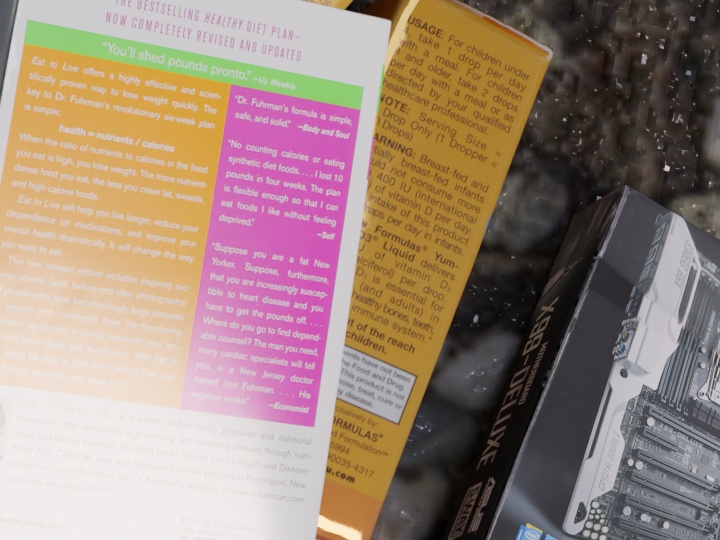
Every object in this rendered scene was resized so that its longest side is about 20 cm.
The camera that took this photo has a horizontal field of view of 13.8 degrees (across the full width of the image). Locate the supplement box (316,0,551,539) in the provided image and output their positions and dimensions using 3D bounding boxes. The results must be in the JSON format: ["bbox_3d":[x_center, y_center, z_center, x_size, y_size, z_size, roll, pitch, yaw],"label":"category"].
[{"bbox_3d":[0.000,0.000,1.077,0.069,0.067,0.200,22,81,-16],"label":"supplement box"}]

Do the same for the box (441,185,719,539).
[{"bbox_3d":[0.145,0.085,1.121,0.200,0.050,0.158,30,67,-14],"label":"box"}]

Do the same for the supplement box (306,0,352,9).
[{"bbox_3d":[-0.010,-0.143,1.090,0.069,0.067,0.200,42,75,-11],"label":"supplement box"}]

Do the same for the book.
[{"bbox_3d":[-0.067,0.007,0.946,0.133,0.048,0.200,10,87,-24],"label":"book"}]
